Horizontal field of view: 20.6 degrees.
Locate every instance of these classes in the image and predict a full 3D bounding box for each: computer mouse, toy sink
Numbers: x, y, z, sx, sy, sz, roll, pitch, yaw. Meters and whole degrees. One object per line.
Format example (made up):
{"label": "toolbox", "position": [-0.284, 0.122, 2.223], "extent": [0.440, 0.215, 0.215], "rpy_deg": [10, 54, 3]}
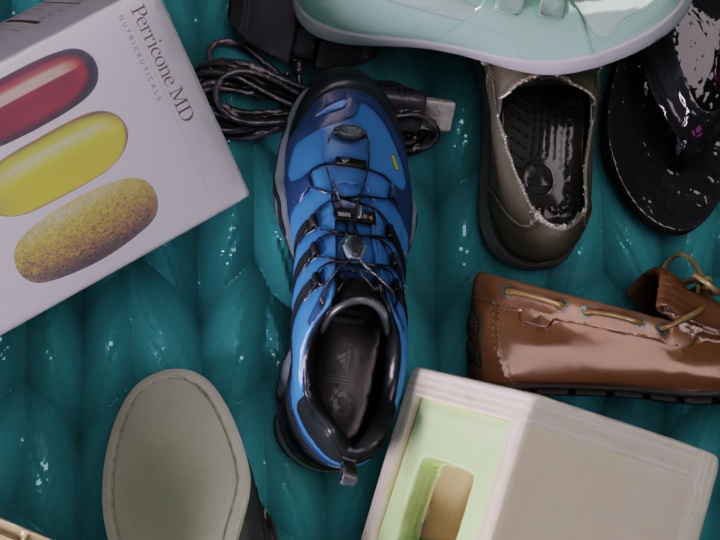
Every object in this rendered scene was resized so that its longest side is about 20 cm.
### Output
{"label": "computer mouse", "position": [-0.014, -0.163, 1.015], "extent": [0.137, 0.053, 0.202], "rpy_deg": [6, 79, -12]}
{"label": "toy sink", "position": [0.061, 0.158, 0.915], "extent": [0.111, 0.130, 0.201], "rpy_deg": [18, 86, -22]}

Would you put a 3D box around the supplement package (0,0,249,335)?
{"label": "supplement package", "position": [-0.172, -0.042, 0.911], "extent": [0.199, 0.109, 0.114], "rpy_deg": [-31, 109, -16]}

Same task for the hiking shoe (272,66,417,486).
{"label": "hiking shoe", "position": [0.000, 0.000, 0.961], "extent": [0.074, 0.087, 0.202], "rpy_deg": [0, 89, -15]}

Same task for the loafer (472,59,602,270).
{"label": "loafer", "position": [0.097, -0.103, 1.016], "extent": [0.075, 0.070, 0.202], "rpy_deg": [-4, 86, -14]}

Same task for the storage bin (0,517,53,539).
{"label": "storage bin", "position": [-0.232, 0.190, 0.881], "extent": [0.197, 0.094, 0.201], "rpy_deg": [24, 75, -9]}

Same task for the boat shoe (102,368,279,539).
{"label": "boat shoe", "position": [-0.071, 0.144, 0.939], "extent": [0.074, 0.066, 0.200], "rpy_deg": [-22, 59, 0]}

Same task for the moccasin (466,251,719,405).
{"label": "moccasin", "position": [0.153, 0.028, 1.017], "extent": [0.200, 0.074, 0.078], "rpy_deg": [3, 89, -3]}

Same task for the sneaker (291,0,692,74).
{"label": "sneaker", "position": [0.067, -0.151, 0.934], "extent": [0.199, 0.118, 0.074], "rpy_deg": [0, 69, -3]}

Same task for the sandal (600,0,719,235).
{"label": "sandal", "position": [0.176, -0.120, 1.056], "extent": [0.075, 0.048, 0.202], "rpy_deg": [14, 77, -11]}
